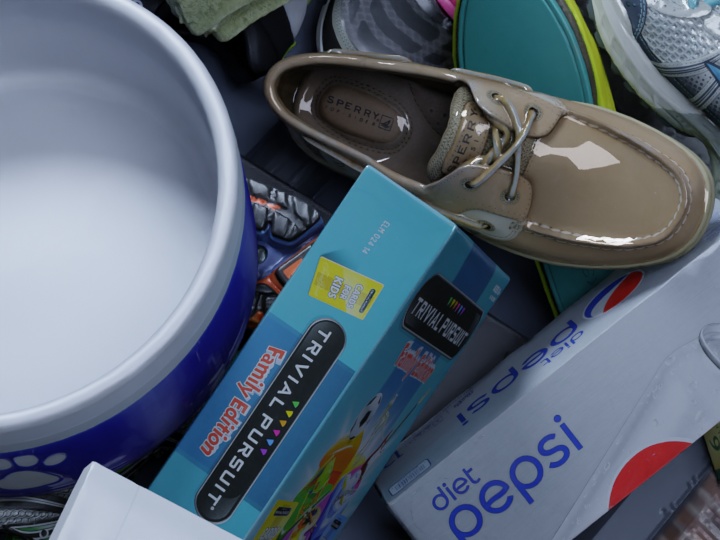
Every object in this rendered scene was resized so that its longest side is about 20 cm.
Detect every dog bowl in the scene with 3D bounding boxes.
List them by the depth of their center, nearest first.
[{"bbox_3d":[-0.142,-0.014,1.124,0.199,0.079,0.201,-2,65,5],"label":"dog bowl"}]

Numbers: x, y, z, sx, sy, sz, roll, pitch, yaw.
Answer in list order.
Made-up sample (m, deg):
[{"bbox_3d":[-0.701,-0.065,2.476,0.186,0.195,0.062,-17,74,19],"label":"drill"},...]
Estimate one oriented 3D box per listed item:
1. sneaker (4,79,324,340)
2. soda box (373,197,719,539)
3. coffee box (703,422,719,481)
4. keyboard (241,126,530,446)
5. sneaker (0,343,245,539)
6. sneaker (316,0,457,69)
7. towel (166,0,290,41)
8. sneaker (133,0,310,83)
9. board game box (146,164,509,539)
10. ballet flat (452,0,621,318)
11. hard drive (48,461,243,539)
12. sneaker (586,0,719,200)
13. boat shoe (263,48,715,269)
[{"bbox_3d":[-0.098,-0.017,1.207,0.200,0.079,0.075,29,71,17],"label":"sneaker"},{"bbox_3d":[0.103,0.058,1.232,0.200,0.063,0.068,-38,103,-1],"label":"soda box"},{"bbox_3d":[0.244,0.018,1.343,0.199,0.044,0.123,-13,81,-21],"label":"coffee box"},{"bbox_3d":[0.000,0.000,1.277,0.200,0.021,0.127,33,74,-10],"label":"keyboard"},{"bbox_3d":[-0.122,0.078,1.194,0.199,0.078,0.086,-16,89,-13],"label":"sneaker"},{"bbox_3d":[0.062,-0.152,1.298,0.200,0.087,0.074,-38,91,-24],"label":"sneaker"},{"bbox_3d":[-0.047,-0.200,1.176,0.148,0.037,0.200,-31,129,-4],"label":"towel"},{"bbox_3d":[-0.109,-0.140,1.245,0.199,0.072,0.083,20,72,-14],"label":"sneaker"},{"bbox_3d":[-0.022,0.064,1.146,0.047,0.151,0.200,34,90,13],"label":"board game box"},{"bbox_3d":[0.093,-0.053,1.284,0.201,0.067,0.067,71,24,-12],"label":"ballet flat"},{"bbox_3d":[-0.037,0.172,1.001,0.200,0.027,0.132,29,67,-10],"label":"hard drive"},{"bbox_3d":[0.181,-0.090,1.267,0.200,0.086,0.078,53,40,-8],"label":"sneaker"},{"bbox_3d":[0.052,-0.048,1.211,0.199,0.065,0.072,15,89,18],"label":"boat shoe"}]
